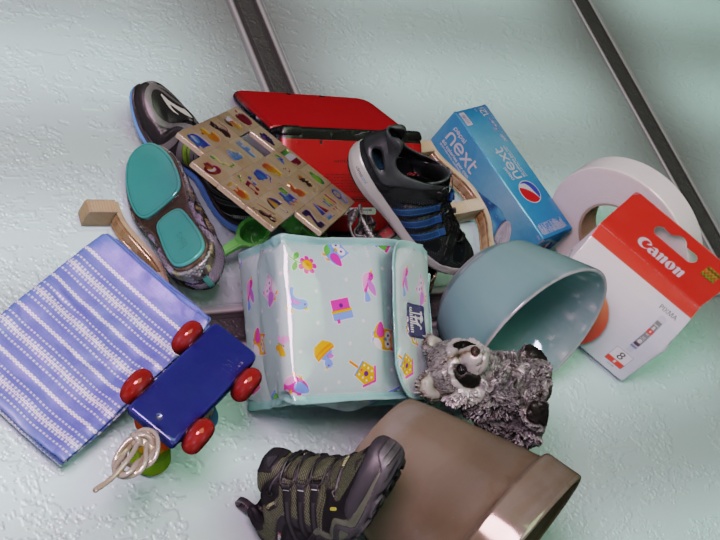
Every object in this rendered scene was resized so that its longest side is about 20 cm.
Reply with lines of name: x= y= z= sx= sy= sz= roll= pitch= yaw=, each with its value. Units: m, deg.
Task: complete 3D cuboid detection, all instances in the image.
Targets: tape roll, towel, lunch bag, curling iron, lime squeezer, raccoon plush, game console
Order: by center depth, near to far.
towel: x=-0.247 y=0.063 z=1.043 sx=0.145 sy=0.024 sz=0.200 roll=41 pitch=54 yaw=6
lunch bag: x=-0.009 y=0.054 z=1.152 sx=0.200 sy=0.122 sz=0.171 roll=2 pitch=78 yaw=-30
raccoon plush: x=0.113 y=0.148 z=1.168 sx=0.134 sy=0.200 sz=0.097 roll=8 pitch=34 yaw=-1
lime squeezer: x=-0.103 y=-0.035 z=1.211 sx=0.200 sy=0.071 sz=0.038 roll=-18 pitch=71 yaw=-41
curling iron: x=0.042 y=-0.062 z=1.290 sx=0.050 sy=0.026 sz=0.200 roll=58 pitch=31 yaw=5
game console: x=-0.038 y=-0.129 z=1.365 sx=0.200 sy=0.119 sz=0.173 roll=-3 pitch=91 yaw=-36
tape roll: x=0.321 y=-0.041 z=1.417 sx=0.037 sy=0.203 sz=0.203 roll=-33 pitch=80 yaw=-35

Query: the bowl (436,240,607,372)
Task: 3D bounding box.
bowl: x=0.163 y=0.045 z=1.273 sx=0.201 sy=0.201 sz=0.105 roll=-13 pitch=46 yaw=-40

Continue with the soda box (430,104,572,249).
soda box: x=0.175 y=-0.108 z=1.461 sx=0.064 sy=0.068 sz=0.200 roll=-19 pitch=71 yaw=-42

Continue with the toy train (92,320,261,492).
toy train: x=-0.178 y=0.143 z=1.003 sx=0.085 sy=0.116 sz=0.200 roll=38 pitch=49 yaw=6

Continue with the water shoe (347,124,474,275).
water shoe: x=0.072 y=-0.071 z=1.237 sx=0.200 sy=0.079 sz=0.072 roll=42 pitch=37 yaw=-28

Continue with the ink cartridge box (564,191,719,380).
ink cartridge box: x=0.317 y=0.024 z=1.367 sx=0.162 sy=0.200 sz=0.050 roll=39 pitch=45 yaw=-3

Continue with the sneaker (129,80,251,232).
sneaker: x=-0.163 y=-0.131 z=1.232 sx=0.200 sy=0.083 sz=0.071 roll=47 pitch=44 yaw=4

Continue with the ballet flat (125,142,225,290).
ballet flat: x=-0.186 y=-0.048 z=1.166 sx=0.072 sy=0.072 sz=0.200 roll=4 pitch=37 yaw=-33

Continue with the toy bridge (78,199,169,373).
toy bridge: x=-0.220 y=0.014 z=1.124 sx=0.067 sy=0.027 sz=0.200 roll=0 pitch=59 yaw=-35

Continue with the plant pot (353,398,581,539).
plant pot: x=0.077 y=0.219 z=1.086 sx=0.173 sy=0.200 sz=0.200 roll=37 pitch=42 yaw=18

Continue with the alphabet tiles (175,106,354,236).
alphabet tiles: x=-0.096 y=-0.096 z=1.164 sx=0.167 sy=0.008 sz=0.200 roll=39 pitch=22 yaw=1

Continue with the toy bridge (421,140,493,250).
toy bridge: x=0.123 y=-0.072 z=1.416 sx=0.067 sy=0.027 sz=0.200 roll=-13 pitch=68 yaw=-40

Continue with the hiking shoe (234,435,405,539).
hiking shoe: x=-0.042 y=0.190 z=0.995 sx=0.101 sy=0.200 sz=0.076 roll=41 pitch=39 yaw=0

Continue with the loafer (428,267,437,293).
loafer: x=0.000 y=0.000 z=1.259 sx=0.200 sy=0.067 sz=0.076 roll=0 pitch=59 yaw=-35
